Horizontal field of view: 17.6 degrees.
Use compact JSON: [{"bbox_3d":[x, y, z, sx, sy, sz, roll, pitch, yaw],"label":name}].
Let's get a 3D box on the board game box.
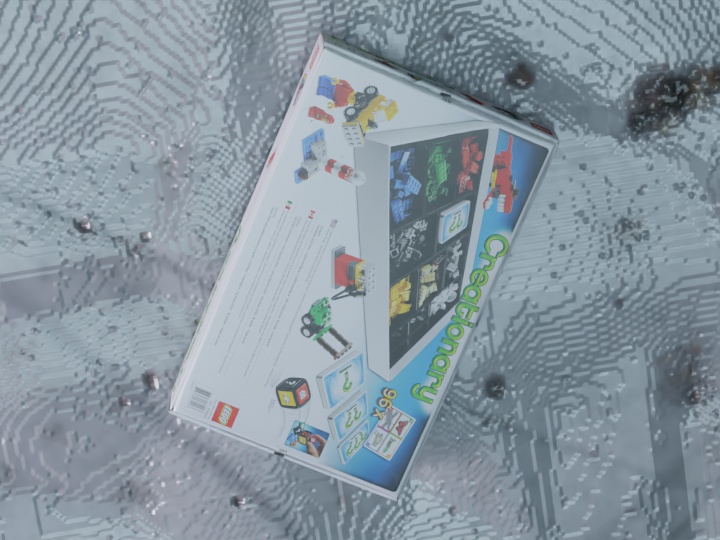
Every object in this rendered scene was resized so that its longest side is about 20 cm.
[{"bbox_3d":[0.000,0.000,1.139,0.125,0.035,0.201,22,104,-9],"label":"board game box"}]
